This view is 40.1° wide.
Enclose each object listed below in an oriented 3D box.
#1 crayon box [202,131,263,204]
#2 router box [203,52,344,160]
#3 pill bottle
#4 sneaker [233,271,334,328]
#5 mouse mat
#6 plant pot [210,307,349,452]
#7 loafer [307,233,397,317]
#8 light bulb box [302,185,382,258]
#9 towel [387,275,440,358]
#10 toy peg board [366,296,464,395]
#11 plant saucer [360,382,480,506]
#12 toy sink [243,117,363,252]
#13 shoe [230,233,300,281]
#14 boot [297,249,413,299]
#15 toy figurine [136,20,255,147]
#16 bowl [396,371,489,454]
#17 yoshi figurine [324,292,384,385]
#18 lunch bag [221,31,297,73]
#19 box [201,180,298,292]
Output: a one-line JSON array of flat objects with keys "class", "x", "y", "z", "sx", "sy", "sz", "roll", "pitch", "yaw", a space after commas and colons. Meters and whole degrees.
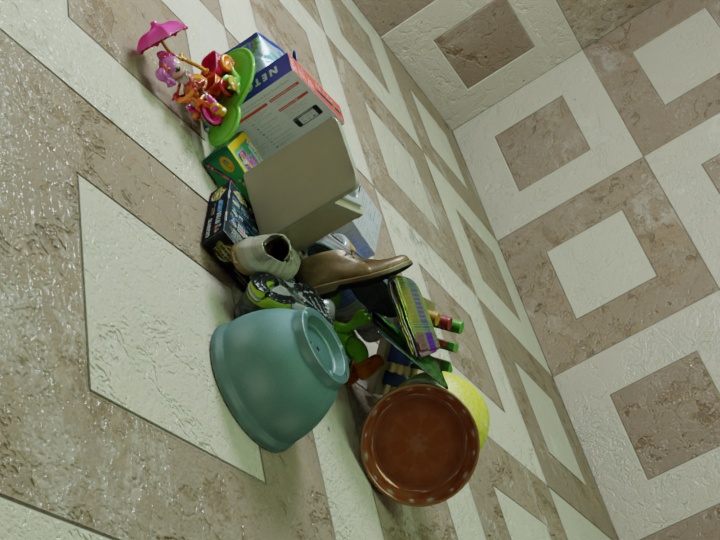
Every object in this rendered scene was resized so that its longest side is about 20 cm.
[{"class": "crayon box", "x": -0.185, "y": -0.135, "z": 1.724, "sx": 0.201, "sy": 0.058, "sz": 0.119, "roll": 57, "pitch": 16, "yaw": -13}, {"class": "router box", "x": -0.157, "y": -0.278, "z": 1.795, "sx": 0.179, "sy": 0.198, "sz": 0.049, "roll": 40, "pitch": 26, "yaw": -50}, {"class": "pill bottle", "x": -0.016, "y": 0.039, "z": 1.846, "sx": 0.201, "sy": 0.111, "sz": 0.113, "roll": 50, "pitch": 19, "yaw": -29}, {"class": "sneaker", "x": -0.118, "y": 0.063, "z": 1.524, "sx": 0.199, "sy": 0.081, "sz": 0.074, "roll": 25, "pitch": 31, "yaw": -46}, {"class": "mouse mat", "x": 0.082, "y": 0.131, "z": 1.699, "sx": 0.160, "sy": 0.008, "sz": 0.200, "roll": 39, "pitch": 5, "yaw": -6}, {"class": "plant pot", "x": -0.100, "y": 0.135, "z": 1.397, "sx": 0.201, "sy": 0.133, "sz": 0.201, "roll": 52, "pitch": 18, "yaw": -24}, {"class": "loafer", "x": 0.000, "y": 0.000, "z": 1.731, "sx": 0.199, "sy": 0.072, "sz": 0.063, "roll": 38, "pitch": 39, "yaw": -7}, {"class": "light bulb box", "x": -0.064, "y": -0.120, "z": 1.944, "sx": 0.201, "sy": 0.124, "sz": 0.199, "roll": 54, "pitch": 18, "yaw": -17}, {"class": "towel", "x": 0.093, "y": 0.079, "z": 1.715, "sx": 0.200, "sy": 0.022, "sz": 0.146, "roll": 6, "pitch": 64, "yaw": -76}, {"class": "toy peg board", "x": 0.115, "y": 0.152, "z": 1.881, "sx": 0.199, "sy": 0.097, "sz": 0.203, "roll": 25, "pitch": 79, "yaw": -65}, {"class": "plant saucer", "x": 0.098, "y": 0.286, "z": 1.632, "sx": 0.202, "sy": 0.199, "sz": 0.032, "roll": 60, "pitch": 0, "yaw": -2}, {"class": "toy sink", "x": -0.073, "y": -0.136, "z": 1.618, "sx": 0.112, "sy": 0.198, "sz": 0.132, "roll": 17, "pitch": 48, "yaw": -57}, {"class": "shoe", "x": -0.133, "y": -0.021, "z": 1.534, "sx": 0.071, "sy": 0.053, "sz": 0.200, "roll": 64, "pitch": 18, "yaw": 9}, {"class": "boot", "x": -0.010, "y": -0.007, "z": 1.654, "sx": 0.074, "sy": 0.197, "sz": 0.077, "roll": 111, "pitch": -35, "yaw": -74}, {"class": "toy figurine", "x": -0.292, "y": -0.331, "z": 1.657, "sx": 0.183, "sy": 0.149, "sz": 0.203, "roll": 28, "pitch": 49, "yaw": -40}, {"class": "bowl", "x": 0.114, "y": 0.248, "z": 1.711, "sx": 0.108, "sy": 0.198, "sz": 0.202, "roll": 56, "pitch": 15, "yaw": -45}, {"class": "yoshi figurine", "x": -0.038, "y": 0.092, "z": 1.724, "sx": 0.201, "sy": 0.112, "sz": 0.112, "roll": 55, "pitch": 1, "yaw": -9}, {"class": "lunch bag", "x": -0.170, "y": -0.355, "z": 1.991, "sx": 0.199, "sy": 0.126, "sz": 0.172, "roll": 24, "pitch": 47, "yaw": -59}, {"class": "box", "x": -0.173, "y": -0.026, "z": 1.599, "sx": 0.201, "sy": 0.046, "sz": 0.160, "roll": 52, "pitch": 18, "yaw": -29}]
